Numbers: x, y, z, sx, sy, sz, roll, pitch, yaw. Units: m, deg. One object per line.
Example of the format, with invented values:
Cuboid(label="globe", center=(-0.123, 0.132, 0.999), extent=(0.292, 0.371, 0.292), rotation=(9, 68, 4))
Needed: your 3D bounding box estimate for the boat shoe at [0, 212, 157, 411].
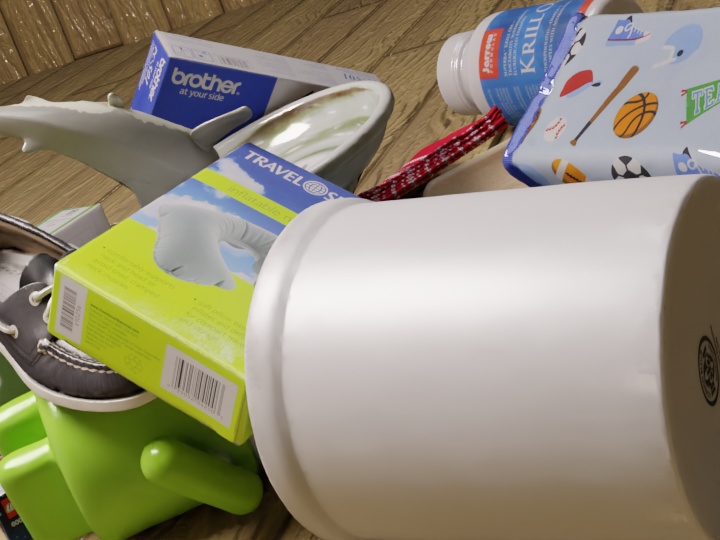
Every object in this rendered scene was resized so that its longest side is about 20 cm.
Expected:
Cuboid(label="boat shoe", center=(-0.172, 0.016, 0.725), extent=(0.073, 0.061, 0.199), rotation=(-33, 39, -28))

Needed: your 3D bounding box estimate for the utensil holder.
Cuboid(label="utensil holder", center=(0.073, 0.044, 0.603), extent=(0.198, 0.172, 0.170), rotation=(-4, 24, 34))

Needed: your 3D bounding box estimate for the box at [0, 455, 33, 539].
Cuboid(label="box", center=(-0.169, 0.103, 0.890), extent=(0.198, 0.038, 0.136), rotation=(-28, 21, -21))

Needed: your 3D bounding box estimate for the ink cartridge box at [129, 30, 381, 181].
Cuboid(label="ink cartridge box", center=(-0.079, -0.119, 1.016), extent=(0.198, 0.095, 0.044), rotation=(6, 33, -32))

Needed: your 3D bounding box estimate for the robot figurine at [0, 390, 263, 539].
Cuboid(label="robot figurine", center=(-0.114, 0.082, 0.766), extent=(0.198, 0.117, 0.176), rotation=(-24, 37, -8))

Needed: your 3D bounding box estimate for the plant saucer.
Cuboid(label="plant saucer", center=(-0.058, -0.061, 0.902), extent=(0.198, 0.051, 0.201), rotation=(-26, 21, 11))

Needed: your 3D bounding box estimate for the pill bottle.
Cuboid(label="pill bottle", center=(0.170, -0.195, 1.238), extent=(0.198, 0.114, 0.112), rotation=(0, 27, 47))

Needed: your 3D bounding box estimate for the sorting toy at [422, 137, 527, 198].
Cuboid(label="sorting toy", center=(0.168, -0.040, 0.875), extent=(0.184, 0.037, 0.200), rotation=(-29, 41, -22))

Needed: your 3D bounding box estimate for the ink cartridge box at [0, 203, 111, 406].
Cuboid(label="ink cartridge box", center=(-0.278, 0.035, 1.085), extent=(0.059, 0.105, 0.200), rotation=(-5, 24, 37))

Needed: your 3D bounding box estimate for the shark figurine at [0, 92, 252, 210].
Cuboid(label="shark figurine", center=(-0.146, -0.052, 0.740), extent=(0.212, 0.091, 0.127), rotation=(10, -16, -41))

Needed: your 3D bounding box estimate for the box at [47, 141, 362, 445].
Cuboid(label="box", center=(-0.057, -0.001, 0.698), extent=(0.121, 0.048, 0.200), rotation=(28, 36, 16))

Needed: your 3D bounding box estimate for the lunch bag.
Cuboid(label="lunch bag", center=(0.208, -0.049, 0.689), extent=(0.169, 0.199, 0.125), rotation=(10, 67, 56))

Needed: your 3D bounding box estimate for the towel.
Cuboid(label="towel", center=(0.028, -0.075, 1.139), extent=(0.199, 0.023, 0.144), rotation=(-35, 5, -36))
